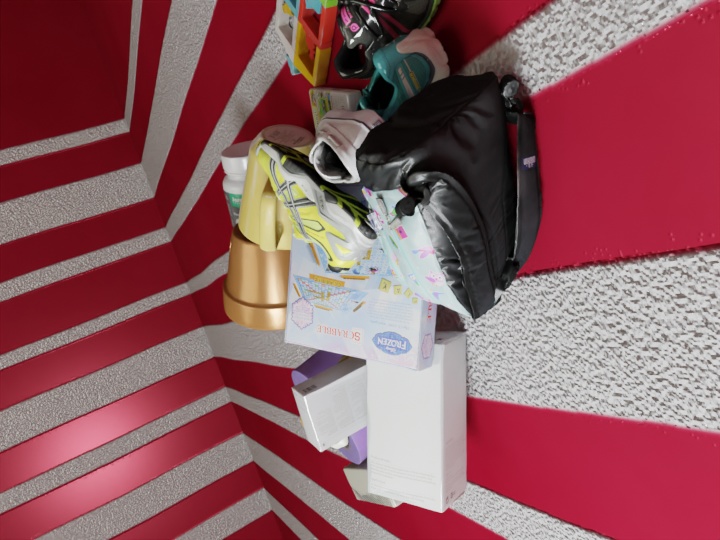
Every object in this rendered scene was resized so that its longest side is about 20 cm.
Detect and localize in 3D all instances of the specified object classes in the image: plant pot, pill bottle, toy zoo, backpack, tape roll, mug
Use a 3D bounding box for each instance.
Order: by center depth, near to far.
[{"bbox_3d":[0.083,-0.059,0.556,0.126,0.166,0.202,27,149,48],"label":"backpack"},{"bbox_3d":[-0.076,-0.349,0.806,0.132,0.020,0.201,57,154,24],"label":"toy zoo"},{"bbox_3d":[-0.110,-0.128,0.921,0.187,0.146,0.156,53,144,45],"label":"mug"},{"bbox_3d":[-0.146,-0.012,1.026,0.199,0.197,0.143,36,136,50],"label":"plant pot"},{"bbox_3d":[-0.033,0.238,1.070,0.200,0.084,0.202,43,155,26],"label":"tape roll"},{"bbox_3d":[-0.197,-0.133,1.127,0.113,0.111,0.204,34,140,51],"label":"pill bottle"}]

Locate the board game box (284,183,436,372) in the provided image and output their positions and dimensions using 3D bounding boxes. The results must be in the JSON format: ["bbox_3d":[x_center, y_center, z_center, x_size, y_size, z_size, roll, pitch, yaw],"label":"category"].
[{"bbox_3d":[0.000,0.000,0.711,0.196,0.041,0.205,8,95,34],"label":"board game box"}]

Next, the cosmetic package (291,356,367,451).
[{"bbox_3d":[0.009,0.160,0.822,0.050,0.197,0.084,8,117,61],"label":"cosmetic package"}]

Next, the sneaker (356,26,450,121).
[{"bbox_3d":[0.029,-0.179,0.639,0.079,0.078,0.201,63,165,16],"label":"sneaker"}]

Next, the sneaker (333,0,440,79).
[{"bbox_3d":[0.021,-0.259,0.594,0.078,0.082,0.201,59,155,17],"label":"sneaker"}]

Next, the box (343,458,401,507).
[{"bbox_3d":[0.041,0.369,1.073,0.069,0.081,0.200,63,157,7],"label":"box"}]

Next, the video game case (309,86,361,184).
[{"bbox_3d":[-0.021,-0.143,0.812,0.182,0.022,0.205,-138,36,-64],"label":"video game case"}]

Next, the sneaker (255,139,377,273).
[{"bbox_3d":[-0.065,-0.079,0.686,0.200,0.075,0.077,46,114,27],"label":"sneaker"}]

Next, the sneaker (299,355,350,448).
[{"bbox_3d":[-0.007,0.181,0.912,0.087,0.201,0.076,41,149,-3],"label":"sneaker"}]

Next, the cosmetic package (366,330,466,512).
[{"bbox_3d":[0.070,0.177,0.742,0.111,0.081,0.206,4,94,32],"label":"cosmetic package"}]

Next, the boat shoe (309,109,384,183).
[{"bbox_3d":[-0.026,-0.131,0.646,0.074,0.065,0.200,54,171,-14],"label":"boat shoe"}]
